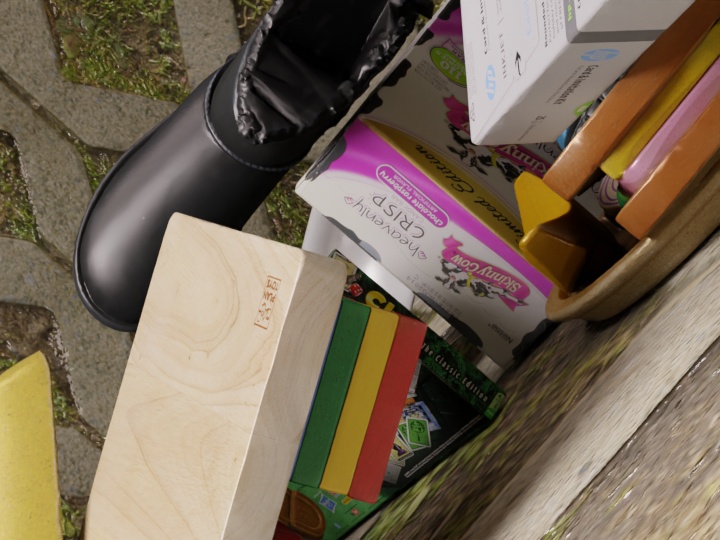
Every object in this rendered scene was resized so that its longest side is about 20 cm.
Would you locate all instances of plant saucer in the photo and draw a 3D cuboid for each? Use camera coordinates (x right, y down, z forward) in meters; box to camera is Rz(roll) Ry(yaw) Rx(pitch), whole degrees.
[{"bbox_3d":[-0.175,0.169,1.038,0.200,0.048,0.201,115,153,-45],"label":"plant saucer"}]

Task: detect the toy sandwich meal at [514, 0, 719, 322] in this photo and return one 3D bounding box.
[{"bbox_3d":[0.126,-0.060,0.987,0.205,0.070,0.205,-49,4,4],"label":"toy sandwich meal"}]

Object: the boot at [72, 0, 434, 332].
[{"bbox_3d":[-0.054,-0.062,1.083,0.198,0.073,0.162,-51,7,-14],"label":"boot"}]

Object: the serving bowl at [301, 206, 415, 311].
[{"bbox_3d":[0.000,0.000,1.278,0.200,0.066,0.201,13,-90,-88],"label":"serving bowl"}]

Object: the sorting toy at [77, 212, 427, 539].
[{"bbox_3d":[-0.047,0.089,0.912,0.200,0.069,0.200,-163,89,-71],"label":"sorting toy"}]

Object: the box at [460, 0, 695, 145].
[{"bbox_3d":[0.078,-0.149,0.898,0.200,0.041,0.157,132,135,-72],"label":"box"}]

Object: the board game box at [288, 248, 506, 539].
[{"bbox_3d":[-0.019,0.070,1.124,0.023,0.105,0.200,-56,8,-37],"label":"board game box"}]

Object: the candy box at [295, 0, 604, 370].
[{"bbox_3d":[0.067,-0.058,1.168,0.061,0.136,0.200,-48,5,36],"label":"candy box"}]

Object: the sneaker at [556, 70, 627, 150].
[{"bbox_3d":[0.174,-0.118,1.146,0.200,0.073,0.082,-42,-10,-8],"label":"sneaker"}]

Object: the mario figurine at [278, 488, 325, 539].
[{"bbox_3d":[-0.102,0.175,1.048,0.200,0.106,0.124,-45,7,31],"label":"mario figurine"}]
